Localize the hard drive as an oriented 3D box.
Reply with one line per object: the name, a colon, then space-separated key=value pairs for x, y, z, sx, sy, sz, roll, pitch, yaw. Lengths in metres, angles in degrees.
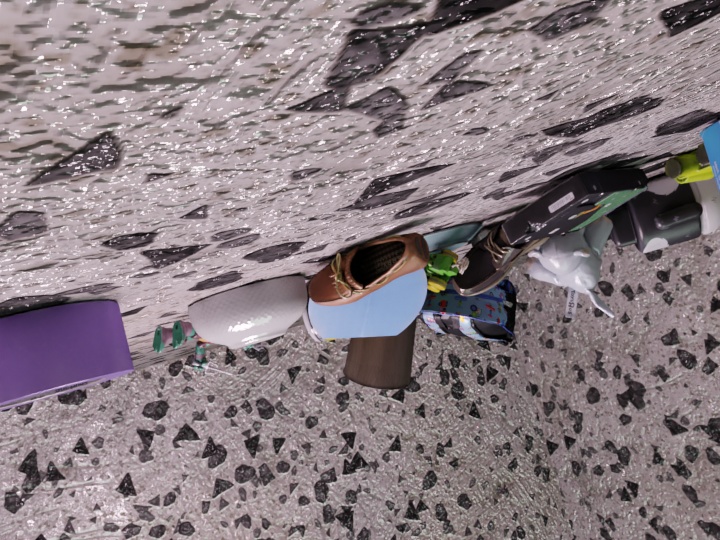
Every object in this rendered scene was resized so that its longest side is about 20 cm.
hard drive: x=0.308 y=-0.093 z=0.932 sx=0.198 sy=0.038 sz=0.139 roll=-11 pitch=161 yaw=-42

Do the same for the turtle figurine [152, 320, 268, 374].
turtle figurine: x=-0.282 y=0.132 z=1.246 sx=0.149 sy=0.102 sz=0.198 roll=-37 pitch=148 yaw=32

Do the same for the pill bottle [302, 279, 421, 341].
pill bottle: x=0.003 y=0.055 z=1.152 sx=0.196 sy=0.114 sz=0.112 roll=-12 pitch=176 yaw=17

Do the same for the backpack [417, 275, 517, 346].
backpack: x=0.189 y=0.056 z=1.215 sx=0.179 sy=0.137 sz=0.199 roll=6 pitch=171 yaw=27

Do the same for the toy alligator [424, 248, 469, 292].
toy alligator: x=0.123 y=-0.008 z=1.045 sx=0.053 sy=0.060 sz=0.200 roll=25 pitch=171 yaw=-2

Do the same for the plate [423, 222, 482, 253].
plate: x=0.114 y=-0.038 z=1.105 sx=0.196 sy=0.026 sz=0.200 roll=-15 pitch=174 yaw=-2

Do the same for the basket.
basket: x=0.047 y=0.106 z=1.269 sx=0.133 sy=0.204 sz=0.180 roll=10 pitch=-174 yaw=7

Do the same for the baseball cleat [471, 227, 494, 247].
baseball cleat: x=0.261 y=-0.046 z=1.226 sx=0.105 sy=0.071 sz=0.200 roll=-20 pitch=177 yaw=6

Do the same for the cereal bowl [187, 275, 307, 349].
cereal bowl: x=-0.176 y=0.075 z=1.075 sx=0.196 sy=0.085 sz=0.200 roll=-17 pitch=174 yaw=-2

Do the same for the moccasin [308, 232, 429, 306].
moccasin: x=0.000 y=0.002 z=0.913 sx=0.199 sy=0.075 sz=0.077 roll=-17 pitch=166 yaw=36

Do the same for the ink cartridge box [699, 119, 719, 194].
ink cartridge box: x=0.485 y=-0.125 z=0.671 sx=0.144 sy=0.148 sz=0.200 roll=-15 pitch=174 yaw=-1

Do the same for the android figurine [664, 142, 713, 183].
android figurine: x=0.552 y=-0.174 z=0.960 sx=0.196 sy=0.042 sz=0.182 roll=-12 pitch=173 yaw=-21

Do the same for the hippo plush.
hippo plush: x=0.337 y=-0.030 z=1.130 sx=0.157 sy=0.204 sz=0.160 roll=-4 pitch=165 yaw=38

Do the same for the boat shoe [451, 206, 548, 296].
boat shoe: x=0.222 y=-0.042 z=1.037 sx=0.199 sy=0.075 sz=0.073 roll=-41 pitch=154 yaw=-3

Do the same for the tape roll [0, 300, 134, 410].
tape roll: x=-0.371 y=0.103 z=0.758 sx=0.196 sy=0.087 sz=0.200 roll=-16 pitch=175 yaw=-1

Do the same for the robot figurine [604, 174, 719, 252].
robot figurine: x=0.545 y=-0.108 z=1.176 sx=0.197 sy=0.152 sz=0.125 roll=-17 pitch=138 yaw=17

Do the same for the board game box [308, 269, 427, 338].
board game box: x=0.009 y=0.033 z=1.050 sx=0.196 sy=0.160 sz=0.039 roll=-1 pitch=-145 yaw=-20
